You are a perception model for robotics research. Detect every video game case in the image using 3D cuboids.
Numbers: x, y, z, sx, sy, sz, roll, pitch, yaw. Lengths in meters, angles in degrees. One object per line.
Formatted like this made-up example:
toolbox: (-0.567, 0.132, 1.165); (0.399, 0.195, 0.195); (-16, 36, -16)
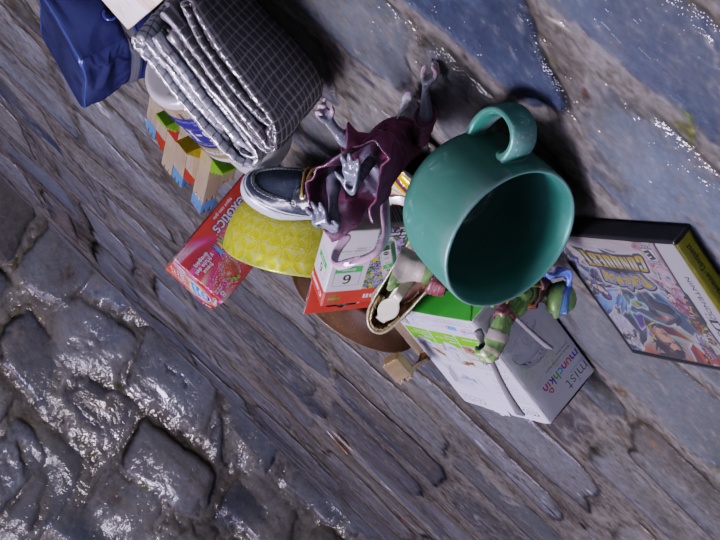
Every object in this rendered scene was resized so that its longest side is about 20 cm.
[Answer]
video game case: (0.295, 0.025, 1.332); (0.181, 0.026, 0.199); (51, 161, -22)

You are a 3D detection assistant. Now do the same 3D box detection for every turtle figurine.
turtle figurine: (0.125, 0.047, 1.449); (0.192, 0.145, 0.201); (22, 144, 9)

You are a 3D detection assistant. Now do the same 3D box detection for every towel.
towel: (-0.137, -0.232, 1.479); (0.085, 0.166, 0.201); (-30, 106, 31)

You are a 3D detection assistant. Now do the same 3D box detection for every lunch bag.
lunch bag: (-0.340, -0.322, 1.778); (0.137, 0.131, 0.200); (60, 163, 4)

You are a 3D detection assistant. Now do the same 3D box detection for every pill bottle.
pill bottle: (-0.166, -0.204, 1.654); (0.119, 0.120, 0.200); (30, 171, 35)

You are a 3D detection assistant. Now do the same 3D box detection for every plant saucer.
plant saucer: (0.001, 0.029, 1.820); (0.199, 0.037, 0.201); (27, -153, -15)

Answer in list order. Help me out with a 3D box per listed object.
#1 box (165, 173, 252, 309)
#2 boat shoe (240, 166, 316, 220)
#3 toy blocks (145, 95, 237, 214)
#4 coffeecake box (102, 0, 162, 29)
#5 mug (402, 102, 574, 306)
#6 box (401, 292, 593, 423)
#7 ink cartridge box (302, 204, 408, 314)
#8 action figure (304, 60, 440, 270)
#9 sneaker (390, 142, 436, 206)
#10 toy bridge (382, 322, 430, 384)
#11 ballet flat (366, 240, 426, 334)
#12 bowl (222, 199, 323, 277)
box: (-0.175, -0.052, 1.899); (0.095, 0.201, 0.100); (41, 163, -7)
boat shoe: (-0.049, -0.105, 1.654); (0.198, 0.072, 0.091); (12, 152, 0)
toy blocks: (-0.239, -0.176, 1.878); (0.201, 0.099, 0.137); (52, 149, 18)
coffeecake box: (-0.280, -0.385, 1.589); (0.154, 0.073, 0.200); (49, 162, -15)
mug: (0.126, -0.072, 1.313); (0.151, 0.186, 0.114); (24, -163, -43)
box: (0.158, 0.086, 1.654); (0.177, 0.097, 0.199); (50, 161, -20)
ink cartridge box: (0.000, 0.000, 1.653); (0.201, 0.108, 0.051); (107, 149, -45)
action figure: (0.031, -0.115, 1.351); (0.133, 0.200, 0.150); (-11, 112, 34)
sneaker: (0.047, -0.116, 1.500); (0.199, 0.075, 0.091); (23, 147, 34)
toy bridge: (0.069, 0.082, 1.756); (0.027, 0.201, 0.067); (-30, 114, 25)
ballet flat: (0.066, 0.006, 1.587); (0.067, 0.062, 0.201); (34, 129, 3)
bowl: (-0.077, -0.071, 1.761); (0.199, 0.199, 0.109); (26, 113, 44)
